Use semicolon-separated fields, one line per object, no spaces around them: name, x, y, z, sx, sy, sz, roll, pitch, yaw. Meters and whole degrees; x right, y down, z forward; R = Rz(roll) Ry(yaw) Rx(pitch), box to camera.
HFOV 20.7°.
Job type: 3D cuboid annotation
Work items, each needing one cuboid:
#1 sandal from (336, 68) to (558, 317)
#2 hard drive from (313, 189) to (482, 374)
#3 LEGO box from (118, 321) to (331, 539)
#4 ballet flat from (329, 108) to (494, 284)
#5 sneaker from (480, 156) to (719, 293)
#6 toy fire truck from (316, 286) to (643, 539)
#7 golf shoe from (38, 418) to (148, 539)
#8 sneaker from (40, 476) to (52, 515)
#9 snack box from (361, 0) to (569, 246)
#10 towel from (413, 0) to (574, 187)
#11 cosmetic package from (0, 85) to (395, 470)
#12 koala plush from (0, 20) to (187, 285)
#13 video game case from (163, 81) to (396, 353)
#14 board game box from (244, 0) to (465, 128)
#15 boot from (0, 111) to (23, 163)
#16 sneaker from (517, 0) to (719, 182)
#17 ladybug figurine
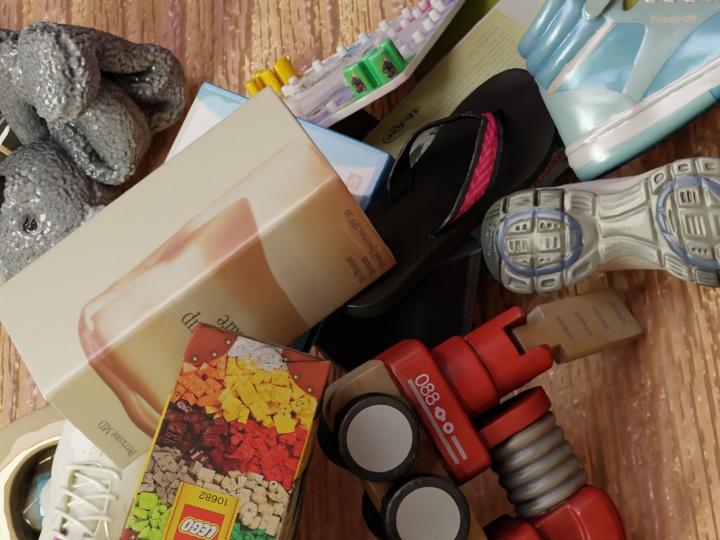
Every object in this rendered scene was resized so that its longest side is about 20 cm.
sandal;0.049;-0.054;1.161;0.075;0.045;0.200;24;60;35
hard drive;0.000;0.000;1.248;0.200;0.042;0.136;39;131;47
LEGO box;-0.078;0.145;1.061;0.076;0.201;0.150;16;60;2
ballet flat;0.036;-0.046;1.297;0.067;0.046;0.200;-42;47;-10
sneaker;0.172;-0.031;1.133;0.198;0.087;0.075;-1;100;25
toy fire truck;0.095;0.097;1.091;0.199;0.177;0.129;-32;2;-7
golf shoe;-0.155;0.161;1.144;0.075;0.092;0.202;3;85;10
sneaker;-0.096;0.174;1.212;0.146;0.081;0.201;-34;78;13
snack box;0.102;-0.112;1.245;0.200;0.037;0.116;-45;46;-4
towel;0.097;-0.124;1.306;0.086;0.018;0.200;-43;43;6
cosmetic package;-0.093;0.005;1.105;0.199;0.103;0.087;-37;54;1
koala plush;-0.221;-0.075;1.482;0.176;0.183;0.202;5;90;43
video game case;-0.080;-0.002;1.201;0.142;0.018;0.201;22;82;26
board game box;-0.027;-0.129;1.318;0.199;0.026;0.200;-27;15;30
boot;-0.359;-0.112;1.669;0.139;0.077;0.200;-53;41;10
sneaker;0.181;-0.156;1.151;0.199;0.080;0.131;-33;84;6
ladybug figurine;-0.173;0.150;1.306;0.198;0.072;0.137;-9;89;11
